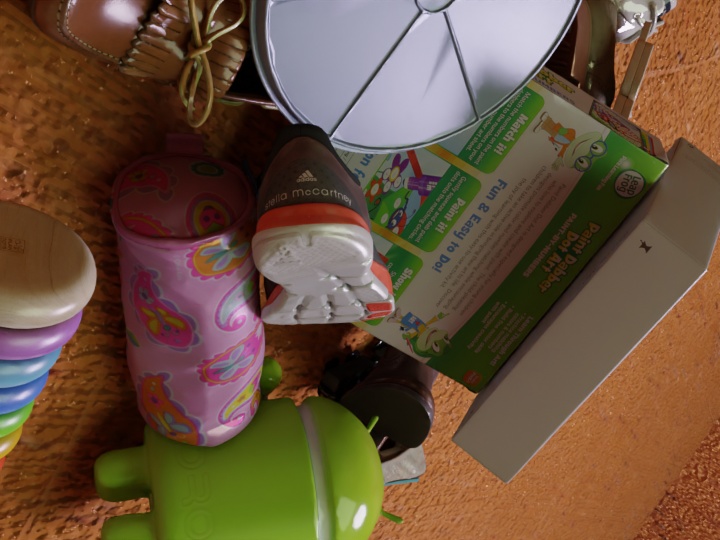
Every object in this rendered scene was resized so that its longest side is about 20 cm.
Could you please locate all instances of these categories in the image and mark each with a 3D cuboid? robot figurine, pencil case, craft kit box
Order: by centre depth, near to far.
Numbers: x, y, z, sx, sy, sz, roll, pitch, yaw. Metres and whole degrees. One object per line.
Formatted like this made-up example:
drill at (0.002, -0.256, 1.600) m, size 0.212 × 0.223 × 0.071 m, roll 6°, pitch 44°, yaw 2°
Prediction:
pencil case at (-0.100, 0.018, 0.736) m, size 0.087 × 0.087 × 0.201 m, roll -37°, pitch 148°, yaw -31°
craft kit box at (0.047, -0.046, 0.758) m, size 0.200 × 0.197 × 0.049 m, roll -53°, pitch -167°, yaw 26°
robot figurine at (-0.075, 0.147, 0.832) m, size 0.199 × 0.176 × 0.116 m, roll -7°, pitch 157°, yaw -13°

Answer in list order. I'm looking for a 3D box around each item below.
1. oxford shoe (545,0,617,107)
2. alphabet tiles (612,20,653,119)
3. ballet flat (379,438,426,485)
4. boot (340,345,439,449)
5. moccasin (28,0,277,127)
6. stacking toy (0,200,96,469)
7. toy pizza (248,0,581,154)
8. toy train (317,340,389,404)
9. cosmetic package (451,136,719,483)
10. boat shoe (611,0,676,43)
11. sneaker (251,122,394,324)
oxford shoe at (0.152, -0.100, 0.894) m, size 0.074 × 0.071 × 0.201 m, roll -8°, pitch 114°, yaw -39°
alphabet tiles at (0.181, -0.078, 0.925) m, size 0.200 × 0.015 × 0.196 m, roll 91°, pitch 21°, yaw -64°
ballet flat at (0.000, 0.171, 1.132) m, size 0.200 × 0.067 × 0.063 m, roll 0°, pitch 94°, yaw -64°
boot at (0.060, 0.042, 0.960) m, size 0.200 × 0.064 × 0.186 m, roll -54°, pitch -175°, yaw -20°
moccasin at (-0.080, -0.115, 0.613) m, size 0.074 × 0.078 × 0.201 m, roll -58°, pitch 154°, yaw 8°
stacking toy at (-0.200, 0.066, 0.635) m, size 0.085 × 0.085 × 0.201 m, roll -19°, pitch 141°, yaw -50°
toy pizza at (0.033, -0.149, 0.629) m, size 0.199 × 0.032 × 0.201 m, roll -19°, pitch 136°, yaw -19°
toy train at (0.031, 0.081, 1.086) m, size 0.200 × 0.034 × 0.046 m, roll -16°, pitch 139°, yaw -51°
cosmetic package at (0.150, 0.024, 0.792) m, size 0.200 × 0.052 × 0.151 m, roll -54°, pitch 174°, yaw 33°
boat shoe at (0.207, -0.212, 0.953) m, size 0.201 × 0.070 × 0.071 m, roll -60°, pitch 169°, yaw -12°
sneaker at (-0.020, -0.022, 0.683) m, size 0.077 × 0.082 × 0.200 m, roll -3°, pitch 164°, yaw -4°
